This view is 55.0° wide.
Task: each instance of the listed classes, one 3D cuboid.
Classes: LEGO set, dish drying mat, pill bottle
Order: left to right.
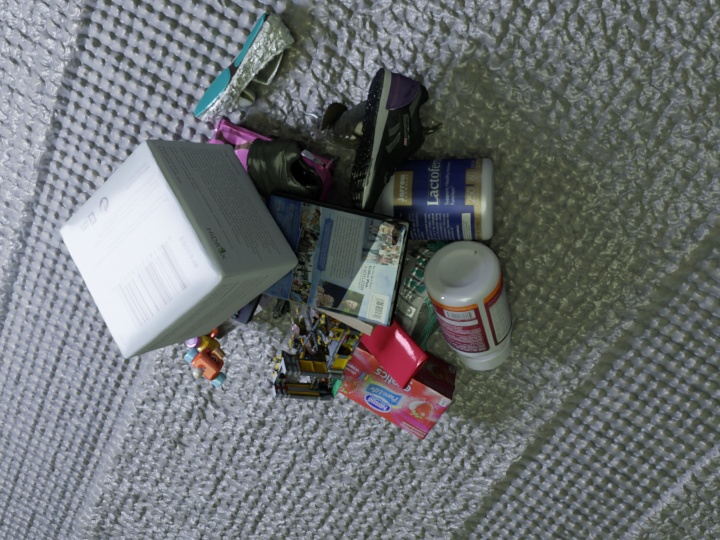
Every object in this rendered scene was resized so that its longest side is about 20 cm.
[{"bbox_3d":[-0.083,0.102,1.052,0.115,0.155,0.201,9,134,-25],"label":"LEGO set"},{"bbox_3d":[0.022,0.086,1.070,0.200,0.018,0.077,48,128,26],"label":"dish drying mat"},{"bbox_3d":[0.092,-0.102,1.000,0.197,0.116,0.117,0,113,12],"label":"pill bottle"},{"bbox_3d":[0.166,0.058,1.021,0.108,0.111,0.201,-8,140,16],"label":"pill bottle"}]

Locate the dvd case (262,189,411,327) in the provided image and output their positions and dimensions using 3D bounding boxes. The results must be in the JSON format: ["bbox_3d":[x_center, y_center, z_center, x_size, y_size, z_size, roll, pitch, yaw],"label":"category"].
[{"bbox_3d":[-0.039,-0.017,0.923,0.198,0.018,0.145,14,103,14],"label":"dvd case"}]

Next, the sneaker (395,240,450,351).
[{"bbox_3d":[0.104,0.047,1.094,0.091,0.078,0.201,15,110,-38],"label":"sneaker"}]

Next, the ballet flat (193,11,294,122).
[{"bbox_3d":[-0.167,-0.281,1.011,0.072,0.072,0.200,42,116,-7],"label":"ballet flat"}]

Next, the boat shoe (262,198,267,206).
[{"bbox_3d":[-0.145,-0.053,1.049,0.070,0.070,0.200,-15,128,35],"label":"boat shoe"}]

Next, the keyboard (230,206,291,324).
[{"bbox_3d":[-0.142,0.002,1.002,0.126,0.021,0.201,24,123,-5],"label":"keyboard"}]

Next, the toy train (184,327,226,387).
[{"bbox_3d":[-0.268,0.086,1.071,0.200,0.150,0.056,43,94,-1],"label":"toy train"}]

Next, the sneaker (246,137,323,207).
[{"bbox_3d":[-0.091,-0.095,0.979,0.090,0.076,0.201,-4,130,20],"label":"sneaker"}]

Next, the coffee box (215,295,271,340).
[{"bbox_3d":[-0.248,-0.003,1.140,0.112,0.080,0.201,-33,103,25],"label":"coffee box"}]

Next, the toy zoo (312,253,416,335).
[{"bbox_3d":[0.000,0.000,1.023,0.130,0.200,0.021,25,133,10],"label":"toy zoo"}]

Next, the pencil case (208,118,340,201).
[{"bbox_3d":[-0.137,-0.162,1.043,0.198,0.092,0.094,19,151,2],"label":"pencil case"}]

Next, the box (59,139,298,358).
[{"bbox_3d":[-0.232,-0.031,0.894,0.198,0.171,0.201,-36,79,26],"label":"box"}]

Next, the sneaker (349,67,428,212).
[{"bbox_3d":[0.045,-0.165,0.933,0.087,0.076,0.203,13,89,-17],"label":"sneaker"}]

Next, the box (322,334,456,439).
[{"bbox_3d":[0.049,0.174,1.141,0.199,0.096,0.100,30,118,-1],"label":"box"}]

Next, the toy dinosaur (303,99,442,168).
[{"bbox_3d":[0.017,-0.206,0.990,0.197,0.077,0.104,-11,95,10],"label":"toy dinosaur"}]
